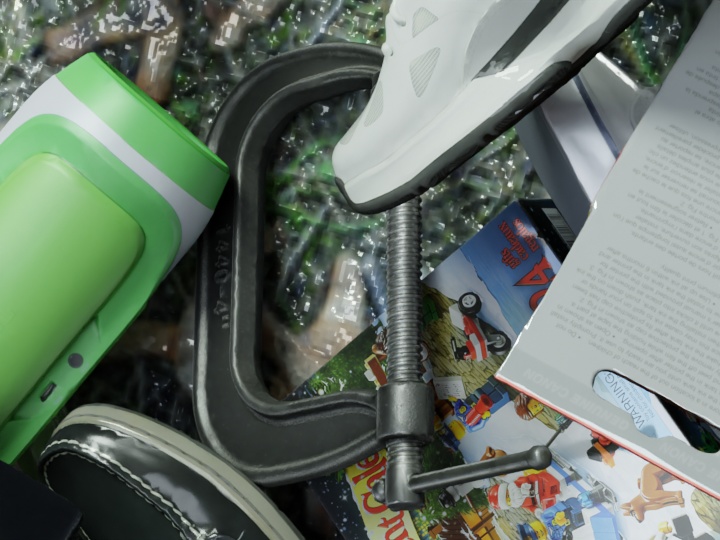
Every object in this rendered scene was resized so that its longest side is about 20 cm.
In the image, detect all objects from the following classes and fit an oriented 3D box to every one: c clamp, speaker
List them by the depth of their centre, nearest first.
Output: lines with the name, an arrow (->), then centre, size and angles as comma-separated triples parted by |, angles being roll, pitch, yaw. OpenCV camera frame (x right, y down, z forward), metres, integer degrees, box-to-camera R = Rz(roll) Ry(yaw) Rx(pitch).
c clamp -> 0.000, 0.000, 1.016 | 0.170, 0.027, 0.201 | -22, 63, 38
speaker -> -0.141, 0.015, 1.047 | 0.088, 0.088, 0.200 | 41, 92, 19

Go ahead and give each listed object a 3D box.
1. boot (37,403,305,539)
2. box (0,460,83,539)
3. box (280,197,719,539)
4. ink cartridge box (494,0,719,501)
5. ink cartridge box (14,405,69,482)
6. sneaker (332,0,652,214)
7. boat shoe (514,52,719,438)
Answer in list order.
boot -> -0.073, 0.160, 0.996 | 0.204, 0.154, 0.074 | 45, 142, 2
box -> -0.200, 0.166, 0.963 | 0.104, 0.148, 0.201 | 30, 117, -1
box -> 0.072, 0.093, 1.008 | 0.136, 0.038, 0.200 | -41, 74, 21
ink cartridge box -> 0.137, -0.014, 0.904 | 0.109, 0.050, 0.201 | 28, 70, 12
ink cartridge box -> -0.225, 0.076, 1.146 | 0.200, 0.048, 0.146 | -35, 76, 22
sneaker -> 0.036, -0.111, 0.903 | 0.115, 0.076, 0.200 | 50, 127, 2
boat shoe -> 0.112, -0.028, 0.977 | 0.065, 0.074, 0.201 | -29, 72, -7
